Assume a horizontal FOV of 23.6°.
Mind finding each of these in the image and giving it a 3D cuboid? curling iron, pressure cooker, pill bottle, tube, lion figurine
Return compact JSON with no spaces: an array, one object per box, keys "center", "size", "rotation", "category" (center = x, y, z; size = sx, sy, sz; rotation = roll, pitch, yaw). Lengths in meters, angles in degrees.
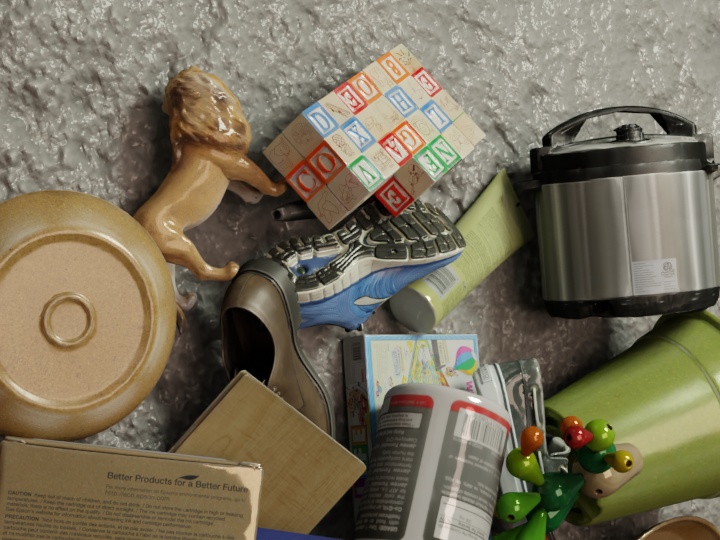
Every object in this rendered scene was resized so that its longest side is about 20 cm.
[{"center":[-0.016,-0.065,1.495],"size":[0.200,0.050,0.026],"rotation":[-15,67,-53],"category":"curling iron"},{"center":[0.255,-0.057,1.644],"size":[0.176,0.179,0.200],"rotation":[-8,94,-46],"category":"pressure cooker"},{"center":[0.055,0.206,1.459],"size":[0.114,0.114,0.200],"rotation":[27,67,-33],"category":"pill bottle"},{"center":[0.100,-0.014,1.612],"size":[0.200,0.052,0.058],"rotation":[-44,156,-40],"category":"tube"},{"center":[-0.142,-0.060,1.413],"size":[0.122,0.072,0.200],"rotation":[36,69,-27],"category":"lion figurine"}]

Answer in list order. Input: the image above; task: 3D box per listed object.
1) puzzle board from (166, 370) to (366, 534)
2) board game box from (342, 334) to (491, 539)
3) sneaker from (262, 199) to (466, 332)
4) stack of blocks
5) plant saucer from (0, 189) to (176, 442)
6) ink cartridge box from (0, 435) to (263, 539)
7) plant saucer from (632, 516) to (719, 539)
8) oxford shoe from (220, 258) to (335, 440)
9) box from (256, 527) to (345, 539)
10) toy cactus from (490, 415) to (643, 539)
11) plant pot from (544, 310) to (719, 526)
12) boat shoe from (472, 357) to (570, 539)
[{"center":[-0.111,0.194,1.404],"size":[0.200,0.017,0.151],"rotation":[-48,122,2],"category":"puzzle board"},{"center":[0.053,0.158,1.560],"size":[0.134,0.034,0.200],"rotation":[2,81,-37],"category":"board game box"},{"center":[0.000,0.000,1.511],"size":[0.200,0.089,0.079],"rotation":[-18,55,-22],"category":"sneaker"},{"center":[0.015,-0.108,1.478],"size":[0.115,0.059,0.200],"rotation":[48,36,0],"category":"stack of blocks"},{"center":[-0.231,0.038,1.334],"size":[0.200,0.035,0.200],"rotation":[-2,94,-26],"category":"plant saucer"},{"center":[-0.183,0.218,1.310],"size":[0.200,0.075,0.165],"rotation":[8,83,-9],"category":"ink cartridge box"},{"center":[0.291,0.334,1.709],"size":[0.200,0.035,0.200],"rotation":[-12,110,-35],"category":"plant saucer"},{"center":[-0.078,0.098,1.431],"size":[0.084,0.073,0.200],"rotation":[-55,131,-54],"category":"oxford shoe"},{"center":[-0.028,0.272,1.380],"size":[0.032,0.200,0.121],"rotation":[-51,144,-61],"category":"box"},{"center":[0.189,0.190,1.496],"size":[0.165,0.102,0.200],"rotation":[-15,138,-39],"category":"toy cactus"},{"center":[0.266,0.158,1.658],"size":[0.190,0.200,0.200],"rotation":[-19,99,-23],"category":"plant pot"},{"center":[0.158,0.174,1.574],"size":[0.071,0.072,0.200],"rotation":[-15,112,2],"category":"boat shoe"}]
